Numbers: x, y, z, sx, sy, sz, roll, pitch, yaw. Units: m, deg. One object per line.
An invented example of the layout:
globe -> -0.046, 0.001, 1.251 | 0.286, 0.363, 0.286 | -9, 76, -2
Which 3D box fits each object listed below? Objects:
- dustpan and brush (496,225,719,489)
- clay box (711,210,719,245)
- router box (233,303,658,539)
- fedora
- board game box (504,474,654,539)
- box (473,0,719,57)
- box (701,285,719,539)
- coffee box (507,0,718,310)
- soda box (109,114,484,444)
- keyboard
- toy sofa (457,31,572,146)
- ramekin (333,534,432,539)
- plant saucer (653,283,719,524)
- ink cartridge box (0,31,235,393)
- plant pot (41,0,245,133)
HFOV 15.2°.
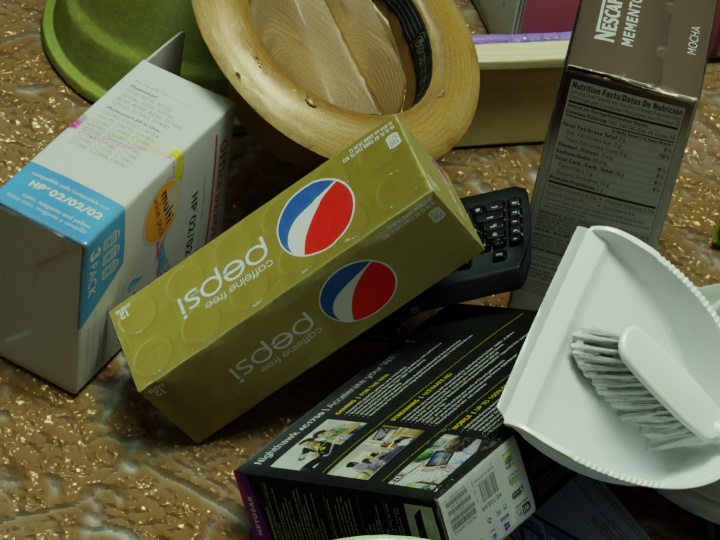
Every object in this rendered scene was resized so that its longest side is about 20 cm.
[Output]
dustpan and brush -> 0.178, 0.078, 1.419 | 0.200, 0.057, 0.140 | 41, 55, -21
clay box -> 0.303, -0.077, 1.743 | 0.114, 0.048, 0.200 | 17, 42, 6
router box -> 0.051, 0.086, 1.456 | 0.149, 0.051, 0.200 | 5, 30, 43
fedora -> -0.025, -0.125, 1.607 | 0.199, 0.082, 0.202 | 16, 48, -19
board game box -> 0.137, 0.191, 1.430 | 0.102, 0.020, 0.200 | -15, 48, -29
box -> 0.181, -0.220, 1.831 | 0.199, 0.109, 0.128 | -5, 43, -17
box -> 0.264, 0.095, 1.547 | 0.136, 0.040, 0.201 | 7, 41, -4
coffee box -> 0.146, -0.065, 1.580 | 0.079, 0.201, 0.113 | 14, 41, 4
soda box -> -0.036, 0.006, 1.483 | 0.199, 0.064, 0.068 | -35, 46, 10
keyboard -> 0.000, 0.000, 1.534 | 0.199, 0.040, 0.105 | -14, 46, 13
toy sofa -> 0.100, -0.126, 1.728 | 0.199, 0.083, 0.098 | -4, 44, -16
ramekin -> 0.017, 0.234, 1.295 | 0.198, 0.098, 0.201 | 6, 41, -6
plant saucer -> 0.235, 0.062, 1.510 | 0.199, 0.050, 0.201 | 3, 41, -3
ink cartridge box -> -0.133, -0.038, 1.553 | 0.068, 0.116, 0.200 | 25, 44, 17
plant pot -> -0.099, -0.221, 1.715 | 0.199, 0.185, 0.201 | 6, 41, -5
